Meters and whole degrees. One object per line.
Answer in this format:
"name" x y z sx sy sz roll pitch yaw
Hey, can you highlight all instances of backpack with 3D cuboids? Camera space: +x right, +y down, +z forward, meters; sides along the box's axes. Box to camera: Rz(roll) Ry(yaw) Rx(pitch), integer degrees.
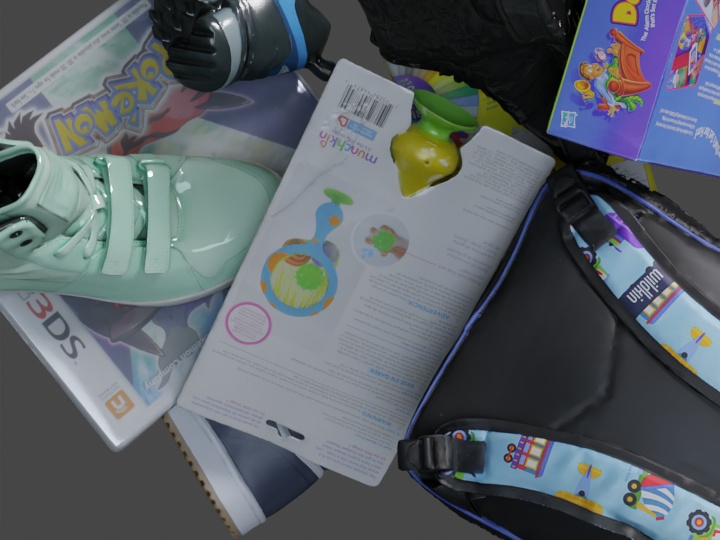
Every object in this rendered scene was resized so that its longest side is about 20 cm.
"backpack" 0.143 0.069 0.774 0.199 0.135 0.184 30 91 11

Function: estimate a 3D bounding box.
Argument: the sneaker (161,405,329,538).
"sneaker" -0.072 0.032 0.881 0.108 0.070 0.201 -29 92 -6

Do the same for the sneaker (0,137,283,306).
"sneaker" -0.121 -0.025 0.763 0.198 0.118 0.075 -6 81 -11

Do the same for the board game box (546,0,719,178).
"board game box" 0.161 -0.116 0.766 0.044 0.199 0.136 21 99 25

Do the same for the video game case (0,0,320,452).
"video game case" -0.106 -0.040 0.839 0.200 0.023 0.183 -40 90 -13

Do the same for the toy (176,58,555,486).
"toy" 0.000 0.000 0.803 0.114 0.047 0.201 23 116 -10

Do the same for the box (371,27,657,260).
"box" 0.077 -0.093 0.827 0.116 0.049 0.201 -18 128 5

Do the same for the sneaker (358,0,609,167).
"sneaker" 0.053 -0.113 0.742 0.103 0.200 0.061 8 66 24

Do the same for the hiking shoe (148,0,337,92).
"hiking shoe" -0.074 -0.189 0.833 0.086 0.074 0.202 -8 83 -35
